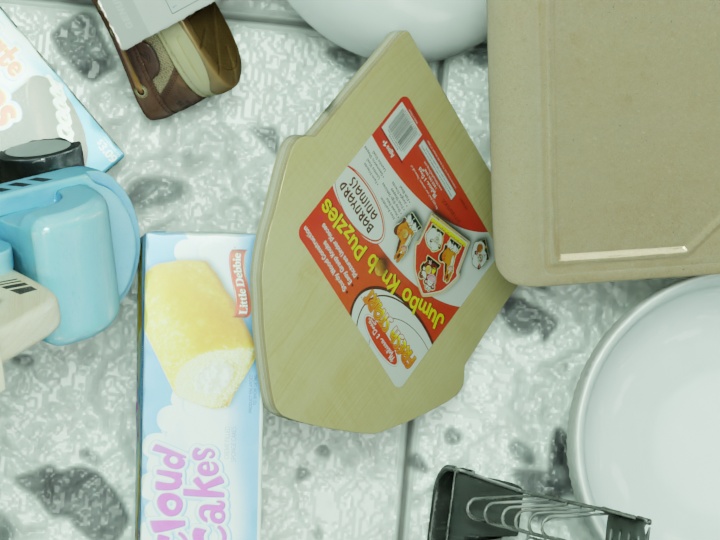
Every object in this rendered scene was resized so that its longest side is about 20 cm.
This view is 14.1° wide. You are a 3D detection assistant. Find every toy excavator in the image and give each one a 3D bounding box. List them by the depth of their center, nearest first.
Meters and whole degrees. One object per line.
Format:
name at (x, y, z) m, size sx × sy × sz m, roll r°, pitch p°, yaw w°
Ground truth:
toy excavator at (-0.178, 0.006, 1.479) m, size 0.194 × 0.200 × 0.100 m, roll -16°, pitch 108°, yaw -33°

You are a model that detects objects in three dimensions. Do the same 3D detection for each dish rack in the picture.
dish rack at (0.094, 0.191, 1.571) m, size 0.055 × 0.200 × 0.153 m, roll 6°, pitch 90°, yaw -22°

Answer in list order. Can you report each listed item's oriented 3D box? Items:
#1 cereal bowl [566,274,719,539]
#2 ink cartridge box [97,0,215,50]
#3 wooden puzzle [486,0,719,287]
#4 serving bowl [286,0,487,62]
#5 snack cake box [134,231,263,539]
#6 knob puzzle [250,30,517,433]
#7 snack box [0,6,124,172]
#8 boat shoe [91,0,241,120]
cereal bowl at (0.210, 0.098, 1.642) m, size 0.200 × 0.083 × 0.200 m, roll 0°, pitch 90°, yaw -8°
ink cartridge box at (-0.095, -0.227, 1.584) m, size 0.200 × 0.050 × 0.161 m, roll -31°, pitch 100°, yaw -27°
wooden puzzle at (0.168, -0.085, 1.541) m, size 0.200 × 0.037 × 0.185 m, roll -2°, pitch 111°, yaw 1°
serving bowl at (0.036, -0.216, 1.594) m, size 0.200 × 0.066 × 0.200 m, roll 2°, pitch 86°, yaw -31°
snack cake box at (-0.089, 0.079, 1.586) m, size 0.067 × 0.115 × 0.200 m, roll 1°, pitch 89°, yaw -7°
knob puzzle at (0.000, 0.000, 1.581) m, size 0.220 × 0.030 × 0.220 m, roll -9°, pitch 103°, yaw -45°
snack box at (-0.239, -0.103, 1.607) m, size 0.116 × 0.037 × 0.200 m, roll -41°, pitch 94°, yaw -6°
boat shoe at (-0.143, -0.175, 1.602) m, size 0.072 × 0.072 × 0.200 m, roll -26°, pitch 101°, yaw 24°
